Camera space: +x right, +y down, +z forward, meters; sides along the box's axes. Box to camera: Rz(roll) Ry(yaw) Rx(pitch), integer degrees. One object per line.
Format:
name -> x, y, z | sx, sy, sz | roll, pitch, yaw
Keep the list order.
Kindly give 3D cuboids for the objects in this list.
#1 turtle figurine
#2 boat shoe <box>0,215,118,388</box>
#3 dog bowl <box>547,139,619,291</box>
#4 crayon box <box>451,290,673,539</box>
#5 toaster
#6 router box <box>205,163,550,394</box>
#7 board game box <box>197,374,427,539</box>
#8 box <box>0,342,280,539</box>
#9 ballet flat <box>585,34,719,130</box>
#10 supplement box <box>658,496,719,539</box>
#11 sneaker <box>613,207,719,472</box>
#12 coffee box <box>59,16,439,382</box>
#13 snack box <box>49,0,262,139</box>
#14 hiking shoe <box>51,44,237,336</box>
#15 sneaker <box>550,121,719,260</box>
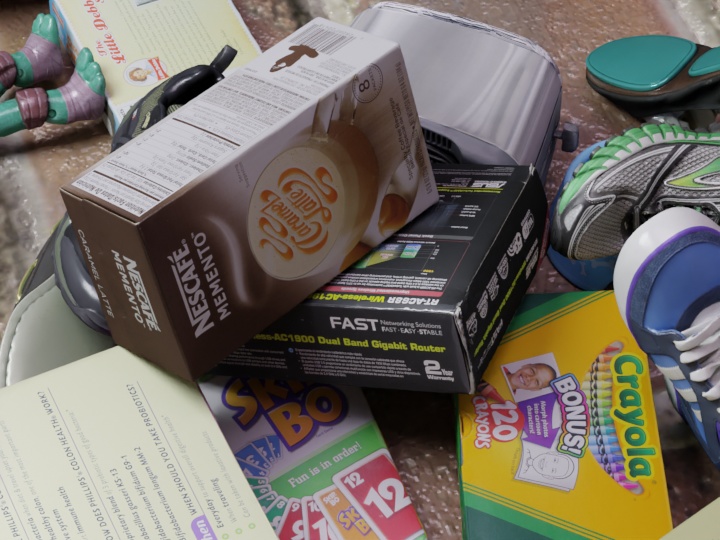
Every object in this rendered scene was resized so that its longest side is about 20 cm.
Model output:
turtle figurine -> -0.277, -0.111, 1.479 | 0.199, 0.101, 0.150 | -19, 58, -30
boat shoe -> -0.180, 0.026, 1.391 | 0.071, 0.061, 0.202 | 32, 52, -13
dog bowl -> 0.213, -0.020, 1.433 | 0.199, 0.050, 0.112 | 27, 55, 20
crayon box -> 0.116, 0.106, 1.320 | 0.118, 0.058, 0.201 | -3, 49, -1
toaster -> 0.039, -0.094, 1.457 | 0.199, 0.114, 0.129 | 17, 48, 16
router box -> 0.000, 0.000, 1.351 | 0.199, 0.062, 0.150 | 3, 37, 26
board game box -> -0.037, 0.103, 1.347 | 0.095, 0.030, 0.201 | -15, 49, -12
box -> -0.163, 0.155, 1.256 | 0.199, 0.097, 0.176 | -20, 52, -17
ballet flat -> 0.227, -0.119, 1.489 | 0.068, 0.069, 0.200 | -39, 23, -25
supplement box -> 0.208, 0.243, 1.155 | 0.199, 0.135, 0.200 | -30, 56, -23
sneaker -> 0.224, 0.066, 1.264 | 0.080, 0.200, 0.147 | -34, 49, -6
coffee box -> -0.060, -0.043, 1.279 | 0.200, 0.115, 0.080 | -37, 39, -26
snack box -> -0.129, -0.138, 1.540 | 0.116, 0.037, 0.201 | -18, 52, -16
hiking shoe -> -0.127, -0.054, 1.361 | 0.075, 0.101, 0.201 | 26, 49, -16
sneaker -> 0.209, -0.045, 1.371 | 0.199, 0.078, 0.085 | -17, 52, -14
